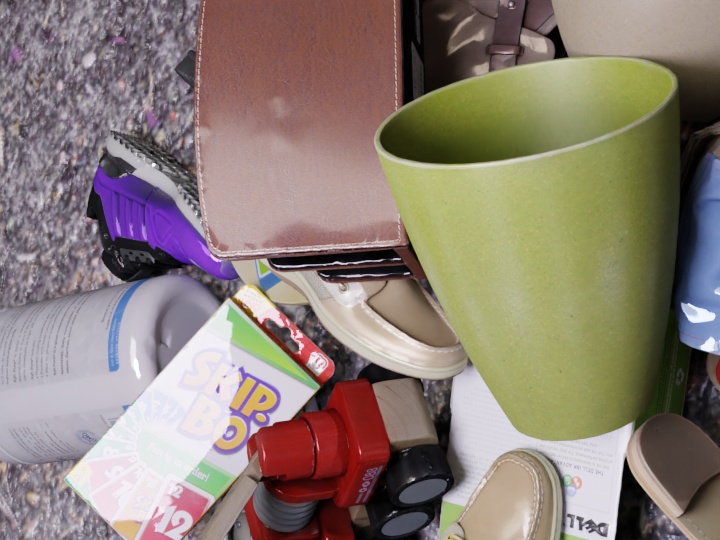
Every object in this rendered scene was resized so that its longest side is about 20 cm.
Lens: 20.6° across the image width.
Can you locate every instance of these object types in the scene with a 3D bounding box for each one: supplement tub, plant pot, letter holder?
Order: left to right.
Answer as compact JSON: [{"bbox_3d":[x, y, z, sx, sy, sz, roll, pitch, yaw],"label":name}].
[{"bbox_3d":[-0.207,0.081,1.572,0.198,0.131,0.134,-10,75,34],"label":"supplement tub"},{"bbox_3d":[-0.032,-0.099,1.309,0.140,0.101,0.202,-4,78,10],"label":"letter holder"},{"bbox_3d":[0.119,-0.006,1.217,0.186,0.187,0.202,3,116,36],"label":"plant pot"},{"bbox_3d":[0.205,-0.174,1.291,0.199,0.199,0.136,25,108,36],"label":"plant pot"}]

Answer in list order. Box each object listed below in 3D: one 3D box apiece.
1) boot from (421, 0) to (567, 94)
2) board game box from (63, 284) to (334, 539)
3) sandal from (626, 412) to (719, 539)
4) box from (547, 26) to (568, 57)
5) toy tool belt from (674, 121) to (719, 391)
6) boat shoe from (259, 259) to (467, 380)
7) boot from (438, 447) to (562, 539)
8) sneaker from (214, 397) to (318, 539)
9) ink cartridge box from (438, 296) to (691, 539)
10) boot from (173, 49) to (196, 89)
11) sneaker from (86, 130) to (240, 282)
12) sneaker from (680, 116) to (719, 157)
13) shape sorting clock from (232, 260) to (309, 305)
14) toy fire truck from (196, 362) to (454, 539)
[{"bbox_3d":[0.066,-0.138,1.377,0.145,0.070,0.201,25,85,26],"label":"boot"},{"bbox_3d":[-0.117,0.113,1.457,0.095,0.030,0.200,43,89,2],"label":"board game box"},{"bbox_3d":[0.239,0.191,1.270,0.212,0.077,0.070,54,151,13],"label":"sandal"},{"bbox_3d":[0.081,-0.124,1.453,0.159,0.049,0.202,13,89,39],"label":"box"},{"bbox_3d":[0.240,0.003,1.222,0.124,0.123,0.202,13,113,17],"label":"toy tool belt"},{"bbox_3d":[0.000,0.000,1.364,0.200,0.072,0.065,40,125,29],"label":"boat shoe"},{"bbox_3d":[0.044,0.201,1.269,0.072,0.154,0.202,29,96,38],"label":"boot"},{"bbox_3d":[-0.073,0.157,1.495,0.072,0.071,0.202,-13,74,34],"label":"sneaker"},{"bbox_3d":[0.137,0.110,1.350,0.147,0.075,0.202,10,96,37],"label":"ink cartridge box"},{"bbox_3d":[-0.052,-0.178,1.461,0.158,0.079,0.211,-48,29,-1],"label":"boot"},{"bbox_3d":[-0.159,-0.026,1.599,0.200,0.069,0.100,41,106,43],"label":"sneaker"},{"bbox_3d":[0.247,-0.068,1.320,0.198,0.070,0.076,-17,54,27],"label":"sneaker"},{"bbox_3d":[-0.030,-0.071,1.474,0.199,0.039,0.202,-16,63,34],"label":"shape sorting clock"},{"bbox_3d":[-0.050,0.163,1.366,0.177,0.198,0.130,113,145,-54],"label":"toy fire truck"}]
